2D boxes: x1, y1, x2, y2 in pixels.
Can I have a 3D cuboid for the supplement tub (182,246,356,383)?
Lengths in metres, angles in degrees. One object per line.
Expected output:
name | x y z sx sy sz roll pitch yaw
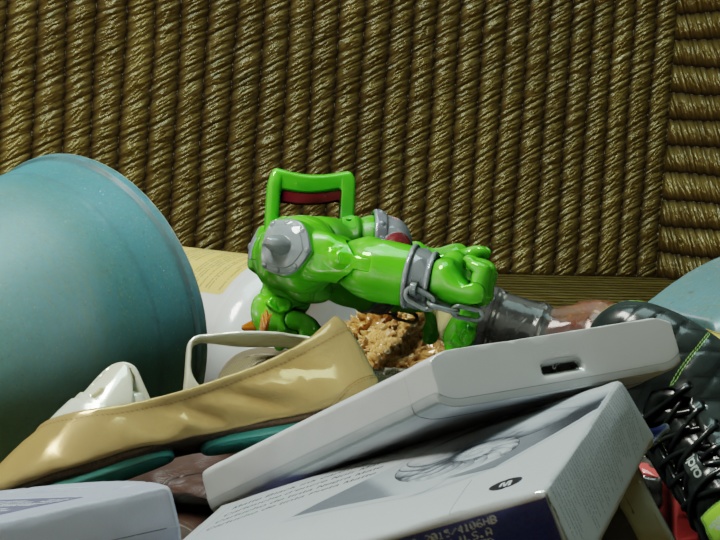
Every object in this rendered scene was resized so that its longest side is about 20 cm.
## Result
supplement tub | -0.091 0.059 1.375 0.200 0.146 0.145 7 5 39

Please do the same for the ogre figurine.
ogre figurine | 0.000 0.000 1.088 0.120 0.098 0.200 14 17 -6

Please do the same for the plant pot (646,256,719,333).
plant pot | 0.281 0.078 1.229 0.200 0.196 0.196 -3 5 -14

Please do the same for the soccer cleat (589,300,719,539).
soccer cleat | 0.175 0.097 0.960 0.068 0.200 0.081 -44 -12 27

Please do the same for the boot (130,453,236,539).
boot | -0.123 0.126 1.044 0.186 0.064 0.200 3 8 19

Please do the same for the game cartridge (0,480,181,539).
game cartridge | -0.162 0.115 0.837 0.133 0.041 0.200 -13 1 -33

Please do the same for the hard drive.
hard drive | 0.031 0.068 0.912 0.132 0.027 0.200 -7 -13 -35

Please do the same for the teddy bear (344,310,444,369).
teddy bear | 0.030 0.065 1.194 0.145 0.200 0.067 -18 -51 29

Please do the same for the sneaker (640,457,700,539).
sneaker | 0.207 0.135 1.090 0.200 0.071 0.098 3 6 13

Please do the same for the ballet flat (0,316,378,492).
ballet flat | -0.091 0.068 0.983 0.200 0.063 0.069 -12 -13 -14

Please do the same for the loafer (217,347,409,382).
loafer | 0.013 0.087 1.077 0.200 0.076 0.067 4 13 12

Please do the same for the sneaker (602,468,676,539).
sneaker | 0.089 0.125 0.958 0.106 0.075 0.200 -26 -7 5

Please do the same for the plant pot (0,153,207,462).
plant pot | -0.226 0.048 1.203 0.200 0.200 0.188 6 19 36

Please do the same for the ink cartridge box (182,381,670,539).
ink cartridge box | 0.016 0.100 0.829 0.199 0.041 0.200 -19 5 20

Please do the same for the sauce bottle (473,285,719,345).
sauce bottle | 0.155 0.054 1.122 0.200 0.066 0.066 17 6 9
